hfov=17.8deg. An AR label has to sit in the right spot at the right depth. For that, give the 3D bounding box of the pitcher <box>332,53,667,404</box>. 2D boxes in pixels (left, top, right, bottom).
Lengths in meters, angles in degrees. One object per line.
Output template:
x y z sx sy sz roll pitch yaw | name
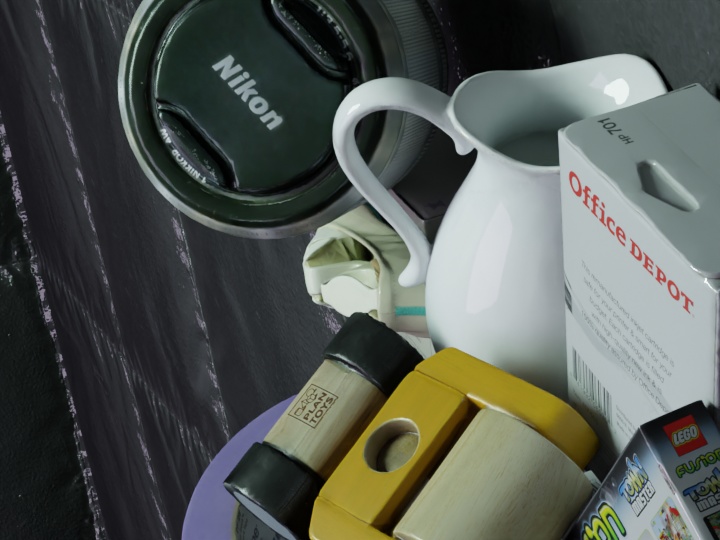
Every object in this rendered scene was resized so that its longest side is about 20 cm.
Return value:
0.070 -0.017 1.205 0.122 0.170 0.201 -76 -10 -46 | pitcher

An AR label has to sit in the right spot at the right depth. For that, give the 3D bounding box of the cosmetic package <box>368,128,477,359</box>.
0.059 0.021 1.446 0.104 0.073 0.201 -130 27 -52 | cosmetic package

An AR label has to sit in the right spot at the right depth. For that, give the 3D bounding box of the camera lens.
-0.037 -0.107 1.291 0.200 0.159 0.161 -34 -72 -75 | camera lens

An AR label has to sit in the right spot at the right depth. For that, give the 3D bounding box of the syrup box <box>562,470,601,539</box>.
0.153 0.221 1.328 0.081 0.078 0.201 -142 37 -61 | syrup box

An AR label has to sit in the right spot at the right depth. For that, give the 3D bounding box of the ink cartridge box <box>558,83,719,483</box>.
0.163 0.037 1.091 0.147 0.085 0.201 -127 26 -48 | ink cartridge box

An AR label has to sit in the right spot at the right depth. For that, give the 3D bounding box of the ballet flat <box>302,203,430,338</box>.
0.000 0.000 1.374 0.200 0.069 0.070 -154 49 -68 | ballet flat

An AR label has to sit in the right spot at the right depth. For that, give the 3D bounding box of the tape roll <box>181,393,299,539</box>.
0.000 0.164 1.361 0.200 0.199 0.085 54 170 47 | tape roll

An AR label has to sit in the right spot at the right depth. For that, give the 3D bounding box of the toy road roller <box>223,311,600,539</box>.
0.042 0.123 1.198 0.199 0.123 0.146 23 160 46 | toy road roller

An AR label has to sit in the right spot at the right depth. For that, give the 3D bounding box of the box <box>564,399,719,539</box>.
0.144 0.151 1.071 0.111 0.035 0.200 63 161 20 | box
